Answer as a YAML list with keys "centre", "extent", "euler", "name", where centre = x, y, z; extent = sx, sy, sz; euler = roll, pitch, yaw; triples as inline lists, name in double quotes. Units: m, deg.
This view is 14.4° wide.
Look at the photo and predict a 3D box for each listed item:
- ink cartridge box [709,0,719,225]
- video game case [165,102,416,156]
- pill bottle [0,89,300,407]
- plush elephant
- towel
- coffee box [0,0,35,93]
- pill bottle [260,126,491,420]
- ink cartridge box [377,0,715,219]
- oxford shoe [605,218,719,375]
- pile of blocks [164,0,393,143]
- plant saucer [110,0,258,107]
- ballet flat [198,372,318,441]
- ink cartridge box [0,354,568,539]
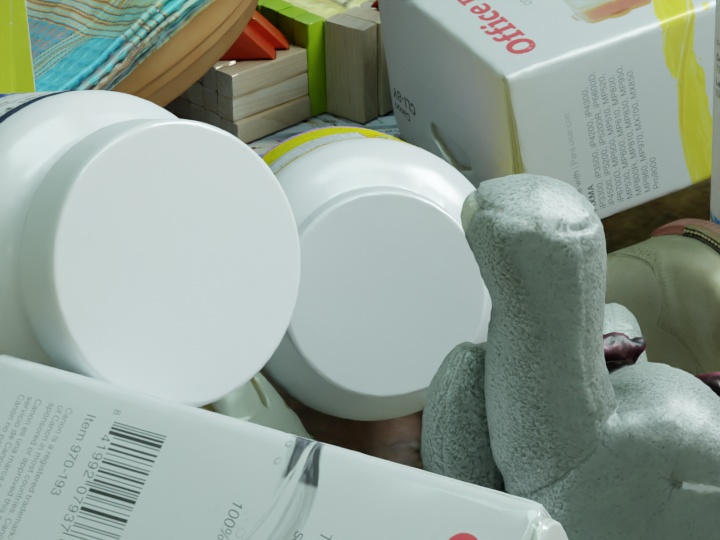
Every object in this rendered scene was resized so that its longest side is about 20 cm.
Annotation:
- centre: [0.211, -0.017, 1.072]
  extent: [0.144, 0.201, 0.084]
  euler: [-9, 28, -13]
  name: "ink cartridge box"
- centre: [-0.054, -0.032, 1.282]
  extent: [0.198, 0.046, 0.182]
  euler: [-5, 28, -7]
  name: "video game case"
- centre: [-0.111, -0.005, 1.004]
  extent: [0.115, 0.117, 0.200]
  euler: [-19, 12, -30]
  name: "pill bottle"
- centre: [0.090, 0.073, 0.974]
  extent: [0.164, 0.201, 0.155]
  euler: [8, 3, -10]
  name: "plush elephant"
- centre: [-0.110, -0.124, 1.251]
  extent: [0.200, 0.022, 0.146]
  euler: [-42, 29, -19]
  name: "towel"
- centre: [-0.257, -0.047, 1.152]
  extent: [0.199, 0.201, 0.197]
  euler: [-19, 32, -30]
  name: "coffee box"
- centre: [0.000, 0.000, 1.089]
  extent: [0.103, 0.105, 0.200]
  euler: [-4, 6, -5]
  name: "pill bottle"
- centre: [0.125, -0.102, 1.236]
  extent: [0.199, 0.084, 0.145]
  euler: [-21, 30, -15]
  name: "ink cartridge box"
- centre: [0.094, 0.030, 1.083]
  extent: [0.073, 0.071, 0.200]
  euler: [-22, -1, -22]
  name: "oxford shoe"
- centre: [0.005, -0.112, 1.319]
  extent: [0.199, 0.063, 0.082]
  euler: [-9, 28, -16]
  name: "pile of blocks"
- centre: [-0.122, -0.107, 1.298]
  extent: [0.199, 0.038, 0.201]
  euler: [-25, 27, 14]
  name: "plant saucer"
- centre: [-0.057, 0.054, 1.056]
  extent: [0.070, 0.071, 0.200]
  euler: [-14, 30, -22]
  name: "ballet flat"
- centre: [-0.044, 0.125, 0.870]
  extent: [0.199, 0.083, 0.146]
  euler: [14, 69, 26]
  name: "ink cartridge box"
